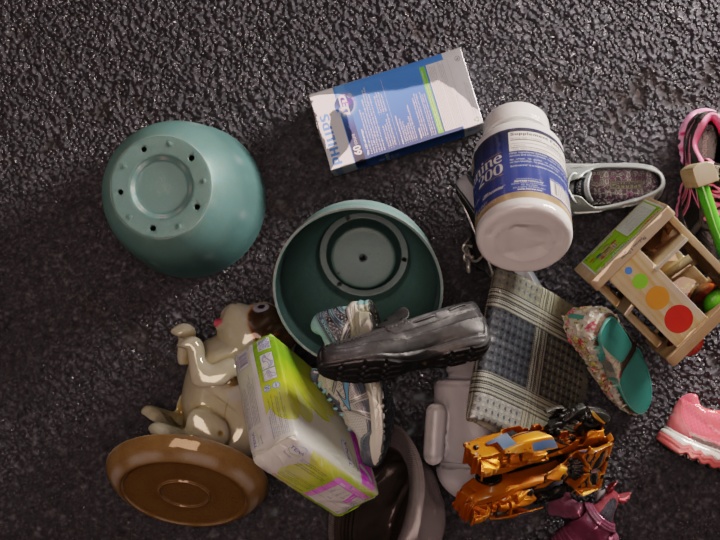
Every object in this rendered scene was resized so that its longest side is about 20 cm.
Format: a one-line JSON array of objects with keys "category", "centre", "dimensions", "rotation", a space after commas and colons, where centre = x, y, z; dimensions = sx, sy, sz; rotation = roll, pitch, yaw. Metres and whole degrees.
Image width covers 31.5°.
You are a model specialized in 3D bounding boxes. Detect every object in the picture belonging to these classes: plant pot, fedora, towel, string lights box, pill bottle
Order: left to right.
[{"category": "plant pot", "centre": [-0.228, -0.094, 1.574], "dimensions": [0.200, 0.161, 0.201], "rotation": [0, 87, 5]}, {"category": "plant pot", "centre": [-0.212, 0.261, 1.546], "dimensions": [0.200, 0.200, 0.028], "rotation": [2, 50, 5]}, {"category": "plant pot", "centre": [0.000, 0.000, 1.548], "dimensions": [0.200, 0.134, 0.201], "rotation": [1, 110, 3]}, {"category": "fedora", "centre": [0.043, 0.292, 1.550], "dimensions": [0.090, 0.177, 0.200], "rotation": [22, 62, -34]}, {"category": "string lights box", "centre": [0.045, -0.198, 1.607], "dimensions": [0.200, 0.059, 0.103], "rotation": [-16, 85, 4]}, {"category": "pill bottle", "centre": [0.187, -0.105, 1.504], "dimensions": [0.111, 0.111, 0.200], "rotation": [-2, 46, 5]}, {"category": "towel", "centre": [0.204, 0.115, 1.518], "dimensions": [0.035, 0.200, 0.193], "rotation": [-9, 62, 46]}]

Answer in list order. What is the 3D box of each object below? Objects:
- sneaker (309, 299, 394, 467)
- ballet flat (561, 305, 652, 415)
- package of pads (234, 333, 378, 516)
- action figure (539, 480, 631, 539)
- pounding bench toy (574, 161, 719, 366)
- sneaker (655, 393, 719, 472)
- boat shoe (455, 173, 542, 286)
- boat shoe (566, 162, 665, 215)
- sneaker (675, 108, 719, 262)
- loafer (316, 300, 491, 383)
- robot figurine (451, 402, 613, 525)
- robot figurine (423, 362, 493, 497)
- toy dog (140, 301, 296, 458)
[{"category": "sneaker", "centre": [-0.011, 0.133, 1.494], "dimensions": [0.086, 0.078, 0.200], "rotation": [-6, 100, 12]}, {"category": "ballet flat", "centre": [0.297, 0.102, 1.534], "dimensions": [0.064, 0.200, 0.076], "rotation": [18, 63, 40]}, {"category": "package of pads", "centre": [-0.064, 0.187, 1.491], "dimensions": [0.068, 0.200, 0.155], "rotation": [-30, 48, 16]}, {"category": "action figure", "centre": [0.247, 0.329, 1.526], "dimensions": [0.134, 0.149, 0.200], "rotation": [37, 104, 12]}, {"category": "pounding bench toy", "centre": [0.383, -0.010, 1.497], "dimensions": [0.156, 0.124, 0.200], "rotation": [44, 96, -4]}, {"category": "sneaker", "centre": [0.465, 0.211, 1.544], "dimensions": [0.200, 0.074, 0.087], "rotation": [22, 88, 6]}, {"category": "boat shoe", "centre": [0.161, -0.022, 1.584], "dimensions": [0.068, 0.074, 0.200], "rotation": [-30, 99, 13]}, {"category": "boat shoe", "centre": [0.277, -0.104, 1.576], "dimensions": [0.200, 0.072, 0.070], "rotation": [-6, 87, 5]}, {"category": "sneaker", "centre": [0.427, -0.102, 1.553], "dimensions": [0.079, 0.095, 0.200], "rotation": [-5, 88, 3]}, {"category": "loafer", "centre": [0.045, 0.078, 1.422], "dimensions": [0.200, 0.068, 0.071], "rotation": [-10, 62, -12]}, {"category": "robot figurine", "centre": [0.206, 0.226, 1.465], "dimensions": [0.200, 0.058, 0.145], "rotation": [-9, 127, -22]}, {"category": "robot figurine", "centre": [0.146, 0.195, 1.551], "dimensions": [0.169, 0.113, 0.201], "rotation": [0, 87, -30]}, {"category": "toy dog", "centre": [-0.153, 0.132, 1.571], "dimensions": [0.194, 0.140, 0.200], "rotation": [27, 90, -7]}]
